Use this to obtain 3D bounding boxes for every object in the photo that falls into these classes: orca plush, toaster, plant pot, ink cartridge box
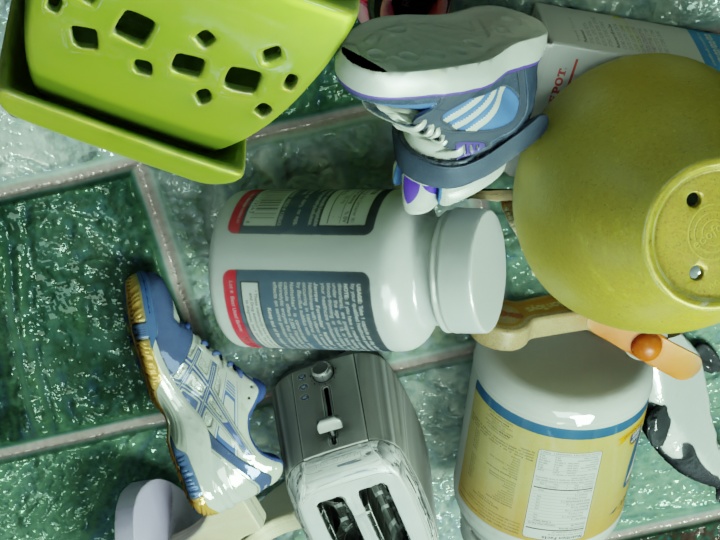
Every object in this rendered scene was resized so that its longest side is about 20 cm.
[{"bbox_3d":[0.263,0.115,1.490,0.200,0.071,0.106,43,67,-41],"label":"orca plush"},{"bbox_3d":[0.000,0.174,1.444,0.113,0.129,0.201,-16,126,6],"label":"toaster"},{"bbox_3d":[0.218,-0.040,1.186,0.199,0.142,0.201,-3,104,-11],"label":"plant pot"},{"bbox_3d":[0.173,-0.125,1.285,0.199,0.068,0.116,8,124,-13],"label":"ink cartridge box"},{"bbox_3d":[-0.129,-0.181,1.136,0.199,0.199,0.182,19,127,-19],"label":"plant pot"}]

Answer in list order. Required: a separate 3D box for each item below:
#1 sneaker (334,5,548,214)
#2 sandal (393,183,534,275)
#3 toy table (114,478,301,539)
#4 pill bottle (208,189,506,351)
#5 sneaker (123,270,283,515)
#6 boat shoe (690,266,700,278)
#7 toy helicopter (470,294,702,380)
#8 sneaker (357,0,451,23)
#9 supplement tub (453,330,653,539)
[{"bbox_3d":[0.045,-0.091,1.155,0.200,0.080,0.147,-21,136,-49],"label":"sneaker"},{"bbox_3d":[0.126,-0.032,1.312,0.211,0.078,0.070,9,93,9],"label":"sandal"},{"bbox_3d":[-0.111,0.253,1.474,0.117,0.184,0.200,-12,135,23],"label":"toy table"},{"bbox_3d":[0.000,0.000,1.285,0.199,0.120,0.120,1,129,21],"label":"pill bottle"},{"bbox_3d":[-0.124,0.088,1.380,0.088,0.075,0.201,-21,96,-11],"label":"sneaker"},{"bbox_3d":[0.273,-0.005,1.331,0.200,0.072,0.070,-2,156,-42],"label":"boat shoe"},{"bbox_3d":[0.176,0.036,1.334,0.199,0.132,0.079,-10,130,-28],"label":"toy helicopter"},{"bbox_3d":[0.045,-0.229,1.179,0.079,0.096,0.201,5,124,-8],"label":"sneaker"},{"bbox_3d":[0.153,0.142,1.429,0.144,0.145,0.201,1,126,-7],"label":"supplement tub"}]
